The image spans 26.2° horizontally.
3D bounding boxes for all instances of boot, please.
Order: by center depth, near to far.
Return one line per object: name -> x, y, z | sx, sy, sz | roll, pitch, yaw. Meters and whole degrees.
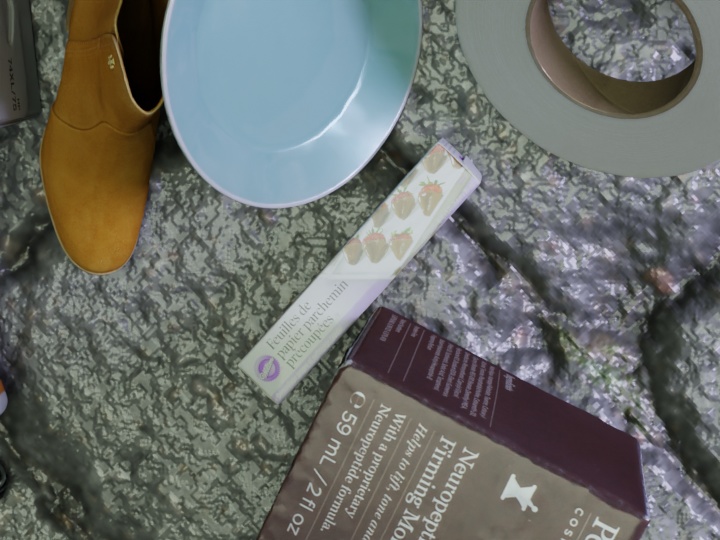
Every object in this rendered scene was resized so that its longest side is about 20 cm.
boot -> -0.151, -0.092, 0.957 | 0.070, 0.144, 0.204 | -2, 97, -22

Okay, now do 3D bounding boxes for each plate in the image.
plate -> -0.043, -0.138, 0.940 | 0.025, 0.199, 0.203 | 24, 105, 45

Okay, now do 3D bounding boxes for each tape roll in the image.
tape roll -> 0.153, -0.143, 0.905 | 0.200, 0.037, 0.204 | 18, 138, 17

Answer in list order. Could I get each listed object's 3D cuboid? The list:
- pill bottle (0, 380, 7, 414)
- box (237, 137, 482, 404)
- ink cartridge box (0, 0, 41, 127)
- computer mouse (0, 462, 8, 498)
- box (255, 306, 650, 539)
pill bottle -> -0.319, 0.021, 1.017 | 0.111, 0.112, 0.202 | -21, 96, 11
box -> 0.000, 0.000, 1.006 | 0.039, 0.041, 0.200 | 42, 101, 0
ink cartridge box -> -0.323, -0.157, 0.973 | 0.197, 0.146, 0.149 | -4, 99, 8
computer mouse -> -0.333, 0.212, 1.081 | 0.137, 0.053, 0.203 | 15, 101, 5
box -> 0.053, 0.150, 0.958 | 0.198, 0.164, 0.167 | 27, 102, 3
